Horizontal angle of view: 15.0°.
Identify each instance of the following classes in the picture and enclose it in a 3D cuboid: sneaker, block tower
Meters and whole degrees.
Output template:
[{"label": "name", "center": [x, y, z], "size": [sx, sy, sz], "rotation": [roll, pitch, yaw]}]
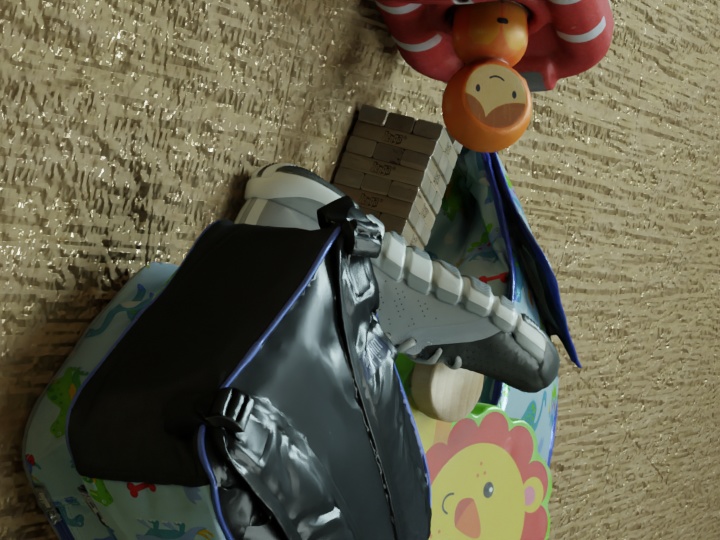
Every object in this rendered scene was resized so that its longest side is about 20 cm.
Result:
[{"label": "sneaker", "center": [0.002, 0.040, 1.466], "size": [0.116, 0.199, 0.075], "rotation": [-60, -169, -13]}, {"label": "block tower", "center": [0.000, 0.000, 1.600], "size": [0.058, 0.054, 0.201], "rotation": [56, 51, -69]}]

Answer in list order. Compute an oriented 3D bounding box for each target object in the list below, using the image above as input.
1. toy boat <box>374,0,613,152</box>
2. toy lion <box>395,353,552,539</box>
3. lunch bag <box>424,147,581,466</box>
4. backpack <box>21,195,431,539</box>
[{"label": "toy boat", "center": [0.072, -0.131, 1.551], "size": [0.200, 0.130, 0.132], "rotation": [56, 33, -67]}, {"label": "toy lion", "center": [0.030, 0.145, 1.554], "size": [0.200, 0.068, 0.192], "rotation": [-47, 127, -32]}, {"label": "lunch bag", "center": [0.072, 0.038, 1.763], "size": [0.170, 0.127, 0.201], "rotation": [67, 30, -60]}, {"label": "backpack", "center": [-0.056, 0.095, 1.321], "size": [0.183, 0.146, 0.201], "rotation": [-56, 136, -41]}]
